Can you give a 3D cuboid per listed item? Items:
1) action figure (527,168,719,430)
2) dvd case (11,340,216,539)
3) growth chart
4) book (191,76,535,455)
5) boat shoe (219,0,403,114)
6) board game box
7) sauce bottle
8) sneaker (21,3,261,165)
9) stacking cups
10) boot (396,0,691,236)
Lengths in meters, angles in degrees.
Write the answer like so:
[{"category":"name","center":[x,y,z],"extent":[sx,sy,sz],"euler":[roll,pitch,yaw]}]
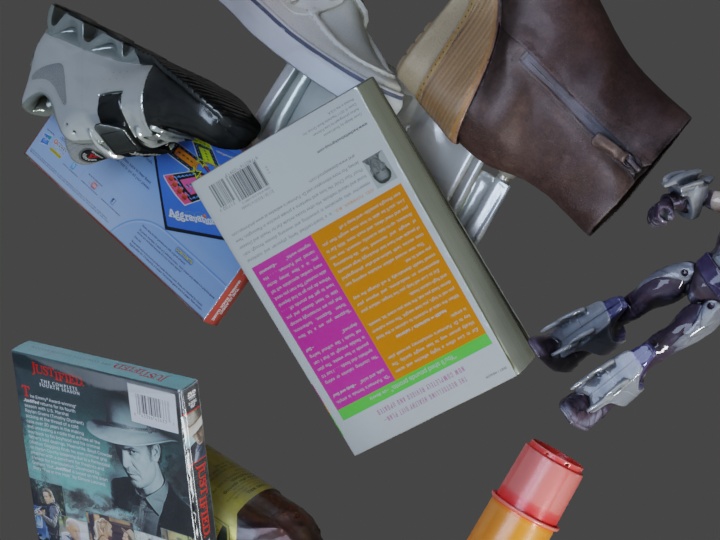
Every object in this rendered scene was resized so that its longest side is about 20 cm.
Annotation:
[{"category":"action figure","center":[0.198,0.015,1.604],"extent":[0.200,0.069,0.130],"euler":[-36,64,14]},{"category":"dvd case","center":[-0.151,0.150,1.716],"extent":[0.146,0.022,0.200],"euler":[10,117,36]},{"category":"growth chart","center":[0.006,-0.066,1.736],"extent":[0.200,0.018,0.145],"euler":[43,102,24]},{"category":"book","center":[0.000,0.000,1.673],"extent":[0.134,0.048,0.200],"euler":[-28,95,25]},{"category":"boat shoe","center":[-0.032,-0.170,1.727],"extent":[0.070,0.071,0.200],"euler":[-54,52,11]},{"category":"board game box","center":[-0.132,-0.063,1.790],"extent":[0.200,0.019,0.103],"euler":[41,102,31]},{"category":"sauce bottle","center":[-0.074,0.162,1.715],"extent":[0.200,0.066,0.066],"euler":[30,96,28]},{"category":"sneaker","center":[-0.145,-0.099,1.756],"extent":[0.200,0.074,0.089],"euler":[28,93,42]},{"category":"stacking cups","center":[0.068,0.196,1.643],"extent":[0.060,0.061,0.200],"euler":[30,96,26]},{"category":"boot","center":[0.139,-0.142,1.670],"extent":[0.166,0.072,0.200],"euler":[37,94,11]}]
